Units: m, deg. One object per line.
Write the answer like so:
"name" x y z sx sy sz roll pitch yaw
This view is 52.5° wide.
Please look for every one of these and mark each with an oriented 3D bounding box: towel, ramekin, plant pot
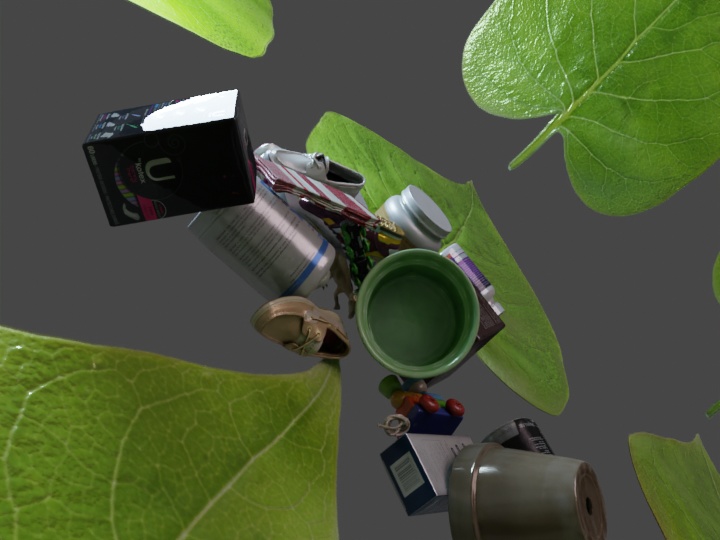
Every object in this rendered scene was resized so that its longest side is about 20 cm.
"towel" -0.073 -0.126 1.178 0.197 0.023 0.144 20 14 -30
"ramekin" 0.087 0.076 1.180 0.201 0.199 0.098 49 -11 8
"plant pot" 0.243 0.336 1.027 0.199 0.171 0.204 31 50 -47

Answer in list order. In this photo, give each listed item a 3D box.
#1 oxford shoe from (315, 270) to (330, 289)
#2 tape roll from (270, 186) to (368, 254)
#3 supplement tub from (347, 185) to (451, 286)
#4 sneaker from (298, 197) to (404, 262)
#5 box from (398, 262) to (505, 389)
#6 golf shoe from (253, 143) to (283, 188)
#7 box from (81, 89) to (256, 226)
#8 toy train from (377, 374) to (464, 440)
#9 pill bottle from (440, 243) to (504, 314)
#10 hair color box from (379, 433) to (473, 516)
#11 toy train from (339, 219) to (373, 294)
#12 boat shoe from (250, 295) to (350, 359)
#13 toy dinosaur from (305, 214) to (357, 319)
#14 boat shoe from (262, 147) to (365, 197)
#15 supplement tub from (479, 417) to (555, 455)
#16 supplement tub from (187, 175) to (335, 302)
"oxford shoe" -0.131 -0.037 1.238 0.200 0.058 0.075 44 64 12
"tape roll" -0.077 -0.110 1.370 0.198 0.066 0.203 24 46 -27
"supplement tub" 0.070 -0.055 1.452 0.144 0.200 0.145 39 22 -19
"sneaker" -0.025 -0.066 1.274 0.197 0.091 0.075 23 16 -8
"box" 0.141 0.101 1.359 0.167 0.164 0.199 52 22 14
"golf shoe" -0.133 -0.177 1.476 0.198 0.075 0.093 21 43 -38
"box" -0.245 -0.149 0.968 0.107 0.195 0.124 -101 -179 -57
"toy train" 0.066 0.209 1.154 0.198 0.085 0.116 18 20 -45
"pill bottle" 0.253 0.045 1.759 0.201 0.111 0.111 51 21 12
"hair color box" 0.121 0.305 1.099 0.199 0.060 0.101 19 36 -52
"toy train" 0.000 0.000 1.245 0.056 0.041 0.203 -132 -156 -55
"boat shoe" -0.078 0.091 1.076 0.199 0.074 0.070 16 31 -53
"toy dinosaur" -0.039 0.000 1.262 0.057 0.102 0.202 -17 65 -21
"boat shoe" -0.080 -0.180 1.318 0.197 0.066 0.073 23 47 -28
"supplement tub" 0.292 0.366 1.241 0.122 0.122 0.202 23 32 -46
"supplement tub" -0.147 -0.046 1.107 0.200 0.132 0.132 43 21 -13
